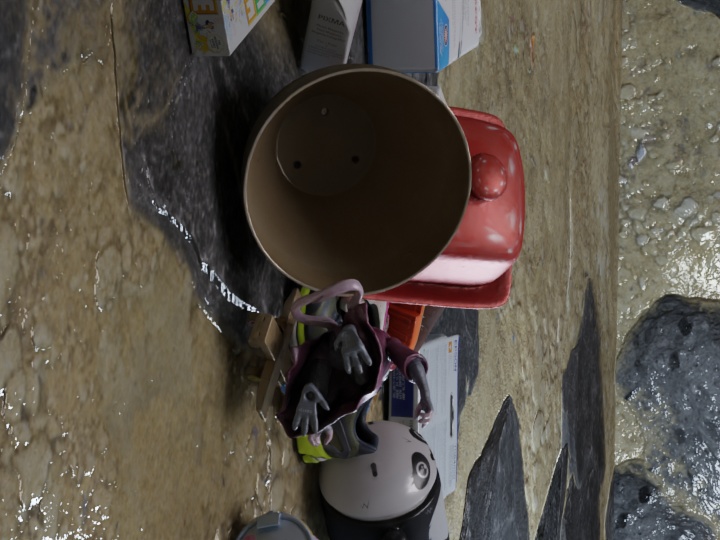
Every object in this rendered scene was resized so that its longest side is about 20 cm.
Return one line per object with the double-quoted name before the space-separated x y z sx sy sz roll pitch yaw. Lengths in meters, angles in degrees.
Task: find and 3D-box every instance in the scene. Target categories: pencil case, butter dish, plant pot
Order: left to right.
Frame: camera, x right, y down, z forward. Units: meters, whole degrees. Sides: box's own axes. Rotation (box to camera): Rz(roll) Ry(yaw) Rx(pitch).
"pencil case" -0.051 0.281 1.620 0.200 0.083 0.091 53 43 -64
"plant pot" -0.016 -0.094 1.574 0.135 0.199 0.202 -125 -152 -66
"butter dish" 0.085 -0.074 1.683 0.148 0.199 0.201 -19 -111 61

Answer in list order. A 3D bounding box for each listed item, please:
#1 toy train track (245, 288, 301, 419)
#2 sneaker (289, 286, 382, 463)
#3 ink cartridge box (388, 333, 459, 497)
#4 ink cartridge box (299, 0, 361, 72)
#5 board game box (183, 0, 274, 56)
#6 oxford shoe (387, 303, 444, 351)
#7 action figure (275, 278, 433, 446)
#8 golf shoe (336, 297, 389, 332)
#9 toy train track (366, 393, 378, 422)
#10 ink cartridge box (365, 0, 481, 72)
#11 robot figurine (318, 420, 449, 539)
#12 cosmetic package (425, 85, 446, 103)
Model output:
"toy train track" -0.077 0.087 1.593 0.200 0.032 0.115 70 34 -64
"sneaker" -0.020 0.088 1.711 0.074 0.080 0.201 -48 137 -66
"ink cartridge box" 0.074 0.177 2.105 0.200 0.040 0.201 -5 97 -74
"ink cartridge box" -0.009 -0.301 1.663 0.200 0.057 0.163 112 -7 -56
"board game box" -0.101 -0.279 1.485 0.200 0.034 0.135 -63 150 -56
"oxford shoe" 0.063 0.001 1.841 0.072 0.071 0.201 -4 120 -64
"action figure" -0.014 0.082 1.591 0.200 0.133 0.150 -24 97 -73
"golf shoe" 0.000 0.000 1.755 0.092 0.072 0.201 -91 177 -72
"toy train track" 0.010 0.099 1.910 0.115 0.032 0.201 74 29 -63
"ink cartridge box" 0.071 -0.306 1.974 0.200 0.085 0.147 -44 134 -69
"robot figurine" 0.027 0.244 1.803 0.125 0.150 0.201 -38 134 -32
"cosmetic package" 0.048 -0.108 1.880 0.200 0.107 0.085 60 37 -58
